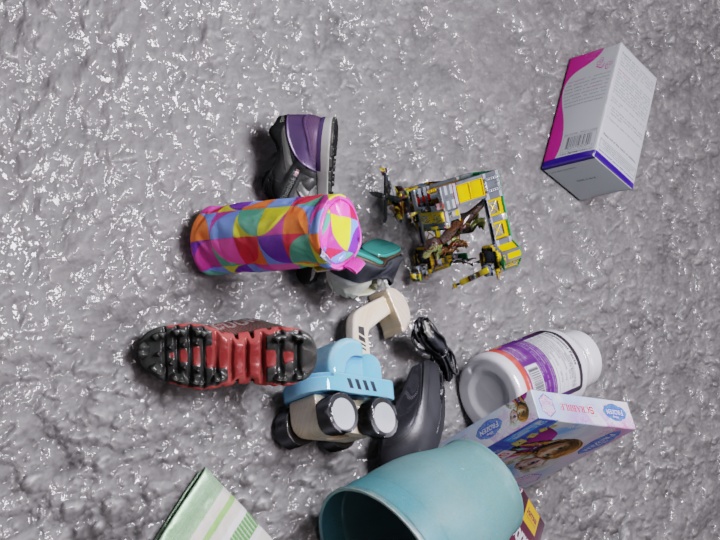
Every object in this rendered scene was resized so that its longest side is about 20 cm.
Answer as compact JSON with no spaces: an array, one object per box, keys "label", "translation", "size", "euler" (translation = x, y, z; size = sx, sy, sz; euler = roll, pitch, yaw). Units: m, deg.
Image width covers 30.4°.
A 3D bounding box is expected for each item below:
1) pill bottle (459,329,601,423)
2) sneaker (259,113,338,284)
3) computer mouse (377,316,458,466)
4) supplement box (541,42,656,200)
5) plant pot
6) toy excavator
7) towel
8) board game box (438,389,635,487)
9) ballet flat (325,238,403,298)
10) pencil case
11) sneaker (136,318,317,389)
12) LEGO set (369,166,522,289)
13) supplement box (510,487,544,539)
[{"label":"pill bottle","translation":[0.235,0.143,1.784],"size":[0.199,0.111,0.113],"euler":[-15,93,-43]},{"label":"sneaker","translation":[-0.077,-0.086,1.579],"size":[0.076,0.087,0.202],"euler":[-63,158,-80]},{"label":"computer mouse","translation":[0.081,0.171,1.655],"size":[0.202,0.052,0.139],"euler":[-68,149,-22]},{"label":"supplement box","translation":[0.355,-0.220,1.963],"size":[0.103,0.101,0.202],"euler":[33,62,-34]},{"label":"plant pot","translation":[0.084,0.299,1.553],"size":[0.187,0.199,0.202],"euler":[-29,102,-38]},{"label":"toy excavator","translation":[-0.009,0.110,1.588],"size":[0.193,0.099,0.202],"euler":[11,67,-42]},{"label":"towel","translation":[-0.151,0.342,1.460],"size":[0.200,0.023,0.153],"euler":[51,53,-22]},{"label":"board game box","translation":[0.214,0.219,1.689],"size":[0.198,0.200,0.042],"euler":[10,54,-42]},{"label":"ballet flat","translation":[0.000,0.000,1.593],"size":[0.200,0.072,0.074],"euler":[-5,86,-70]},{"label":"pencil case","translation":[-0.093,-0.035,1.457],"size":[0.088,0.198,0.089],"euler":[0,90,-55]},{"label":"sneaker","translation":[-0.152,0.091,1.470],"size":[0.198,0.098,0.072],"euler":[1,94,-19]},{"label":"LEGO set","translation":[0.094,-0.049,1.642],"size":[0.115,0.199,0.156],"euler":[-18,108,-34]},{"label":"supplement box","translation":[0.154,0.379,1.668],"size":[0.111,0.085,0.201],"euler":[55,49,-48]}]
